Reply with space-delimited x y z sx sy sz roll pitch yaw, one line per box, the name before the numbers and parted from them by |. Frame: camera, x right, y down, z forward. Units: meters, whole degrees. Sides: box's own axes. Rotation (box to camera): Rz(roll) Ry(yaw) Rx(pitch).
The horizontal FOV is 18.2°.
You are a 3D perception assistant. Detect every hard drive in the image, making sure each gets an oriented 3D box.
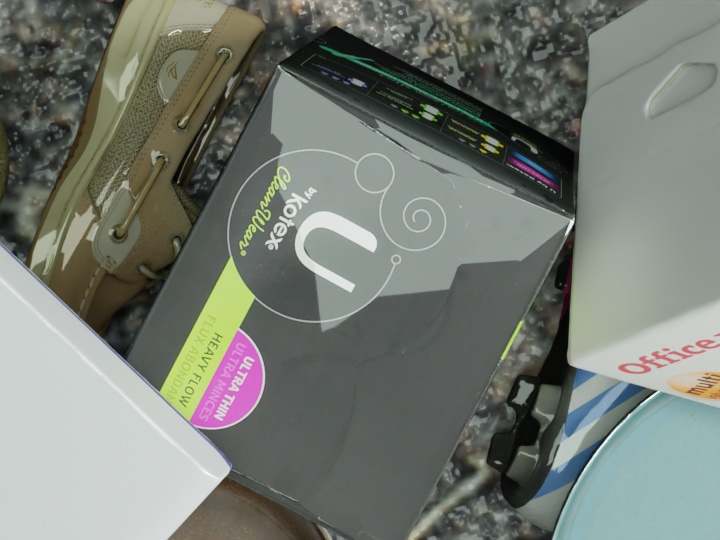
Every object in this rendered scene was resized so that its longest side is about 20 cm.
hard drive | -0.159 0.096 0.814 0.132 0.025 0.200 43 107 2

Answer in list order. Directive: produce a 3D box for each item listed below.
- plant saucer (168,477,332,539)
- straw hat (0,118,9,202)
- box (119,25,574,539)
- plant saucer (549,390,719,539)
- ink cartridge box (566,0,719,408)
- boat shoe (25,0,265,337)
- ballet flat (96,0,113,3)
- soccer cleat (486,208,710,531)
plant saucer | -0.088 0.169 0.955 0.200 0.032 0.201 -5 76 20
straw hat | -0.196 -0.049 0.949 0.201 0.201 0.085 -49 131 2
box | 0.000 0.000 0.886 0.124 0.200 0.149 27 102 0
plant saucer | 0.163 0.126 0.952 0.200 0.027 0.201 -5 105 -19
ink cartridge box | 0.201 -0.023 0.862 0.200 0.147 0.145 16 67 -25
boat shoe | -0.097 -0.024 0.961 0.064 0.071 0.201 19 90 1
ballet flat | -0.161 -0.199 0.952 0.071 0.069 0.201 -18 84 -22
soccer cleat | 0.126 0.022 0.968 0.086 0.070 0.200 21 94 -15
